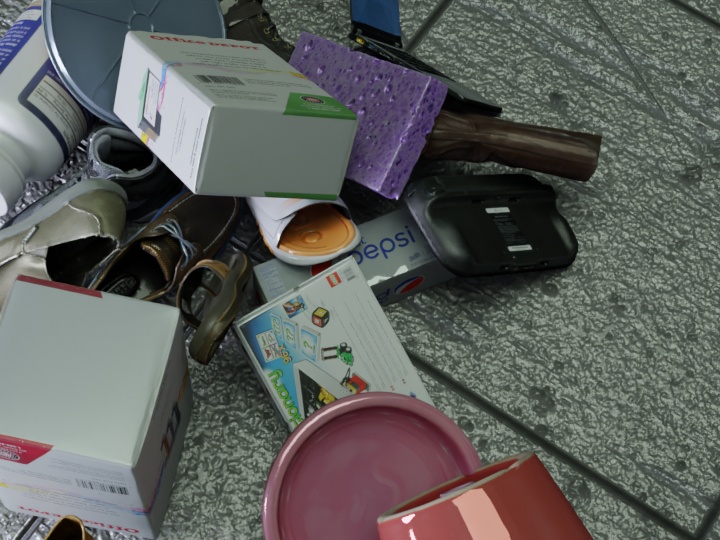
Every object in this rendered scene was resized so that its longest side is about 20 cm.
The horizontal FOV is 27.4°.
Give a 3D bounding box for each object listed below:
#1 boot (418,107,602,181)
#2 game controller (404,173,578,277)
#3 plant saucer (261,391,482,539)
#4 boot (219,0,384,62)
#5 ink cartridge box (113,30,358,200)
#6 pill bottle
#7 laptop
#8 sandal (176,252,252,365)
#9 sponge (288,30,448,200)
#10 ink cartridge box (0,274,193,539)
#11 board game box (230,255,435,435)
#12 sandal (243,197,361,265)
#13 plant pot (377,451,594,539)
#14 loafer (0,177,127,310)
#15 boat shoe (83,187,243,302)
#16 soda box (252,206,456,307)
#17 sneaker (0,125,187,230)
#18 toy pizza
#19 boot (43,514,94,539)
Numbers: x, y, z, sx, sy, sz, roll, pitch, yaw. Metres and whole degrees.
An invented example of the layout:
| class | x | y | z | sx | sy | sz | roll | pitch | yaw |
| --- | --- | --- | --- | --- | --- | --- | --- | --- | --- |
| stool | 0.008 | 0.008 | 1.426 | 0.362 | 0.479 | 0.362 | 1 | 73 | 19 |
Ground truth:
| class | x | y | z | sx | sy | sz | roll | pitch | yaw |
| --- | --- | --- | --- | --- | --- | --- | --- | --- | --- |
| boot | 0.122 | -0.124 | 1.421 | 0.199 | 0.186 | 0.065 | 4 | 101 | -11 |
| game controller | 0.127 | -0.043 | 1.382 | 0.199 | 0.042 | 0.105 | -5 | 68 | -45 |
| plant saucer | 0.011 | 0.204 | 1.275 | 0.199 | 0.051 | 0.202 | 0 | 88 | -14 |
| boot | -0.092 | -0.238 | 1.498 | 0.199 | 0.069 | 0.175 | -21 | 68 | -9 |
| ink cartridge box | -0.116 | -0.140 | 1.319 | 0.144 | 0.084 | 0.200 | 1 | 25 | -32 |
| pill bottle | -0.319 | -0.156 | 1.418 | 0.119 | 0.120 | 0.200 | 27 | 63 | 10 |
| laptop | 0.062 | -0.253 | 1.429 | 0.199 | 0.187 | 0.116 | 32 | 102 | 12 |
| sandal | -0.137 | 0.027 | 1.310 | 0.054 | 0.200 | 0.082 | 26 | 106 | -6 |
| sponge | -0.011 | -0.145 | 1.357 | 0.200 | 0.030 | 0.112 | 28 | 94 | 48 |
| ink cartridge box | -0.231 | 0.122 | 1.256 | 0.144 | 0.200 | 0.145 | 11 | 63 | 2 |
| board game box | -0.015 | 0.105 | 1.320 | 0.126 | 0.035 | 0.201 | -29 | 92 | -12 |
| sandal | -0.073 | -0.076 | 1.386 | 0.079 | 0.059 | 0.207 | -25 | 41 | -15 |
| plant pot | 0.111 | 0.254 | 1.187 | 0.200 | 0.200 | 0.178 | -22 | 85 | -12 |
| loafer | -0.291 | -0.006 | 1.340 | 0.200 | 0.075 | 0.070 | -37 | 49 | 19 |
| boat shoe | -0.182 | -0.011 | 1.377 | 0.072 | 0.072 | 0.200 | 45 | 77 | -6 |
| soda box | 0.000 | 0.000 | 1.391 | 0.199 | 0.068 | 0.064 | -22 | 69 | -11 |
| sneaker | -0.261 | -0.074 | 1.391 | 0.199 | 0.114 | 0.076 | -26 | 68 | -13 |
| toy pizza | -0.216 | -0.230 | 1.411 | 0.199 | 0.032 | 0.202 | 6 | 81 | -37 |
| boot | -0.262 | 0.306 | 1.199 | 0.070 | 0.144 | 0.202 | 13 | 66 | 5 |
